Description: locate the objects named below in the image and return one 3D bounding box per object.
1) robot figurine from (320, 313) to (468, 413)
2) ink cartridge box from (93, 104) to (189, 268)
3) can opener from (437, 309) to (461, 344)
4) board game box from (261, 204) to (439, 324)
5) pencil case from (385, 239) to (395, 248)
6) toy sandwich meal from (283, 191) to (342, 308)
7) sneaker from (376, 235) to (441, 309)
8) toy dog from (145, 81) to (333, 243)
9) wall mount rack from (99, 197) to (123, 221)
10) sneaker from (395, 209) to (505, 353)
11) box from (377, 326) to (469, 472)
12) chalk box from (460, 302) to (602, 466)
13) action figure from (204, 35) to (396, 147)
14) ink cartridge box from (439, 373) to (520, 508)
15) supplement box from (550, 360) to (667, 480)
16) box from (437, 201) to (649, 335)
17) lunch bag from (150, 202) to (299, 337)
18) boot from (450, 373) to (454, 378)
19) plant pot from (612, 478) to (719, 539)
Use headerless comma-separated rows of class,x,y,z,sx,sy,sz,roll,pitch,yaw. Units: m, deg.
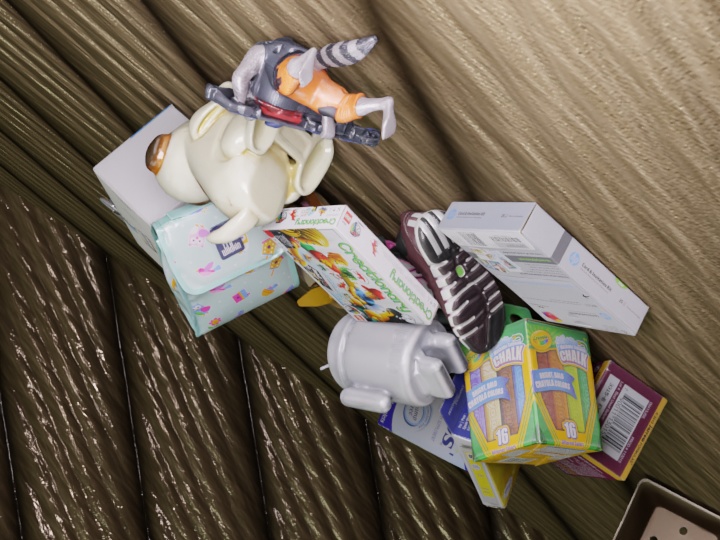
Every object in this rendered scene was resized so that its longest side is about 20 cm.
robot figurine,0.038,0.110,1.373,0.198,0.170,0.114,5,136,36
ink cartridge box,-0.254,-0.096,1.519,0.144,0.147,0.201,40,164,27
can opener,0.086,0.078,1.504,0.066,0.053,0.199,11,176,-42
board game box,-0.010,-0.004,1.263,0.125,0.035,0.200,0,145,44
pencil case,0.000,0.000,1.553,0.093,0.091,0.200,37,164,-13
toy sandwich meal,-0.072,-0.026,1.481,0.205,0.070,0.207,49,153,36
sneaker,0.082,0.002,1.403,0.198,0.088,0.080,14,179,-28
toy dog,-0.157,-0.121,1.253,0.198,0.196,0.139,10,169,41
wall mount rack,-0.425,-0.108,2.161,0.173,0.075,0.200,21,164,51
sneaker,0.106,0.004,1.324,0.115,0.075,0.202,27,145,62
box,0.157,0.197,1.651,0.198,0.186,0.105,22,179,33
chalk box,0.215,0.137,1.358,0.123,0.203,0.123,11,156,-36
action figure,-0.037,-0.180,1.035,0.198,0.106,0.193,10,-170,-37
ink cartridge box,0.186,0.182,1.449,0.046,0.199,0.201,5,137,30
supplement box,0.321,0.211,1.495,0.103,0.132,0.200,33,166,-4
box,0.202,-0.003,1.179,0.199,0.041,0.155,39,165,-25
lunch bag,-0.181,-0.029,1.406,0.122,0.169,0.201,56,164,31
boot,0.113,0.085,1.594,0.079,0.209,0.159,33,-146,-59
plant pot,0.572,0.517,1.951,0.198,0.202,0.177,26,178,22
